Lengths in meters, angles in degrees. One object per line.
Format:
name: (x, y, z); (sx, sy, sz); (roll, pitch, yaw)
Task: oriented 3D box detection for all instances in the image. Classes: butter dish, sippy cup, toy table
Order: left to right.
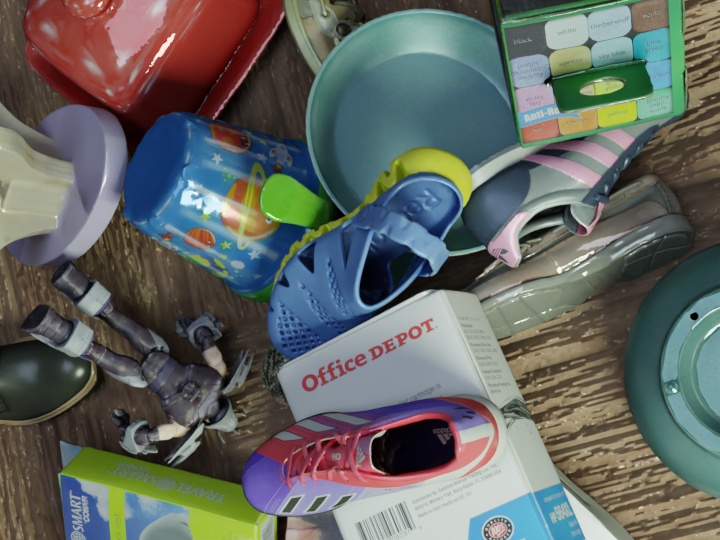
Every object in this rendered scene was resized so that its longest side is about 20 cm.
toy table: (-0.287, -0.072, 1.125); (0.200, 0.117, 0.184); (-36, 58, 44)
butter dish: (-0.194, -0.214, 1.134); (0.200, 0.148, 0.199); (38, 99, 17)
sippy cup: (-0.109, -0.058, 1.077); (0.178, 0.130, 0.140); (-37, 45, 36)

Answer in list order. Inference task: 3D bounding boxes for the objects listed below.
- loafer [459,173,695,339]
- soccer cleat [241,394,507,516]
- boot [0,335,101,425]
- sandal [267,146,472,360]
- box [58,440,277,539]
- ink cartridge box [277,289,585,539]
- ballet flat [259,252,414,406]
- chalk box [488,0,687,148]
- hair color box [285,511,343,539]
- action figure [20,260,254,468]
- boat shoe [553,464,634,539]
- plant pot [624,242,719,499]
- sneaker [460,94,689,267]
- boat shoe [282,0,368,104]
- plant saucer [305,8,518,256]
loafer: (0.152, -0.008, 1.053); (0.200, 0.072, 0.063); (-24, 61, 9)
soccer cleat: (-0.003, 0.125, 0.928); (0.200, 0.073, 0.068); (-15, 81, 24)
boot: (-0.335, 0.099, 1.166); (0.200, 0.138, 0.078); (-15, 81, 16)
sandal: (0.000, 0.000, 0.985); (0.079, 0.087, 0.200); (31, 121, -19)
box: (-0.165, 0.218, 1.125); (0.200, 0.048, 0.122); (11, 119, 19)
ink cartridge box: (0.050, 0.131, 0.991); (0.146, 0.084, 0.200); (-27, 76, 21)
ballet flat: (-0.016, 0.016, 1.100); (0.200, 0.068, 0.075); (-53, 40, -2)
chalk box: (0.157, -0.175, 0.972); (0.125, 0.124, 0.200); (-10, 51, 7)
hair color box: (0.001, 0.216, 1.084); (0.111, 0.064, 0.200); (4, 86, 20)
action figure: (-0.174, 0.075, 1.126); (0.200, 0.069, 0.130); (38, 65, -17)
boat shoe: (0.123, 0.174, 1.048); (0.200, 0.072, 0.069); (41, 99, 7)
plant pot: (0.276, 0.071, 0.963); (0.200, 0.134, 0.200); (-1, 87, 18)
sneaker: (0.168, -0.071, 1.022); (0.200, 0.070, 0.082); (-28, 75, -6)
boat shoe: (-0.024, -0.225, 1.119); (0.063, 0.073, 0.201); (-24, 72, 21)
plant saucer: (0.055, -0.103, 1.067); (0.200, 0.036, 0.200); (2, 75, -9)
